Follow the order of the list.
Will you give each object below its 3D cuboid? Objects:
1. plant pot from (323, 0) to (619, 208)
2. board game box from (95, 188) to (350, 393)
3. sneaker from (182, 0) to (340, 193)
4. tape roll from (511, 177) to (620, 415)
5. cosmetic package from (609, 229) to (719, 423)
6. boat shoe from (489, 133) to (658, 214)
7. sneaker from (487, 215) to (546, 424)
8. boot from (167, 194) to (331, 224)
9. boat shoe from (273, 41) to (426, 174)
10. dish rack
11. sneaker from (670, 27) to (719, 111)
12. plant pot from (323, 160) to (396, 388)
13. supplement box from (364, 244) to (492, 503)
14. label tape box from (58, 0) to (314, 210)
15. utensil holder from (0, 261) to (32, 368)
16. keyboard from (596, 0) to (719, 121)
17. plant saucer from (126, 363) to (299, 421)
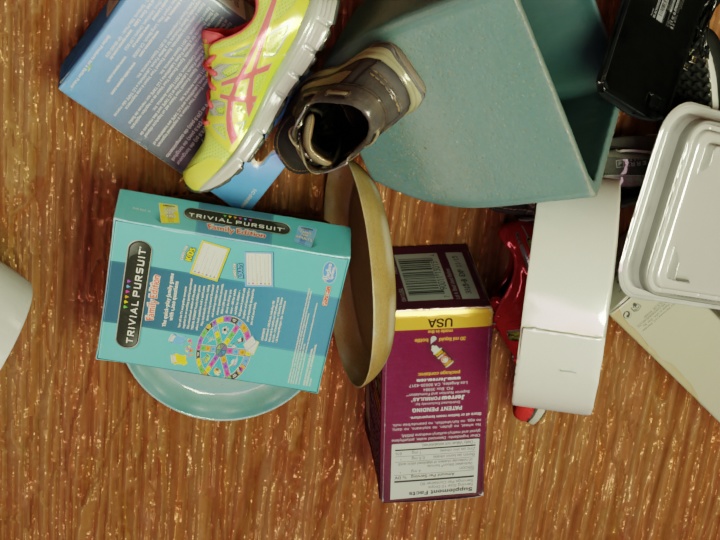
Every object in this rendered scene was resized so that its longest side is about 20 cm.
[{"bbox_3d":[0.086,-0.168,1.333,0.198,0.197,0.198,-13,119,25],"label":"plant pot"},{"bbox_3d":[-0.118,0.019,1.373,0.197,0.047,0.152,10,126,-7],"label":"board game box"},{"bbox_3d":[-0.100,-0.157,1.316,0.090,0.078,0.201,30,103,-11],"label":"sneaker"},{"bbox_3d":[0.174,0.019,1.363,0.070,0.203,0.205,8,116,6],"label":"tape roll"},{"bbox_3d":[0.310,0.057,1.514,0.073,0.104,0.200,-41,112,15],"label":"cosmetic package"},{"bbox_3d":[0.196,-0.084,1.438,0.197,0.057,0.068,-8,110,13],"label":"boat shoe"},{"bbox_3d":[0.150,0.045,1.515,0.084,0.077,0.203,2,106,-1],"label":"sneaker"},{"bbox_3d":[-0.125,0.018,1.444,0.197,0.077,0.157,5,120,-16],"label":"boot"},{"bbox_3d":[-0.026,-0.118,1.274,0.075,0.200,0.073,50,59,-5],"label":"boat shoe"},{"bbox_3d":[0.319,-0.046,1.396,0.198,0.043,0.174,7,102,-41],"label":"dish rack"},{"bbox_3d":[0.330,-0.131,1.454,0.089,0.070,0.203,-23,111,-27],"label":"sneaker"},{"bbox_3d":[0.000,0.000,1.400,0.027,0.200,0.203,-4,117,-12],"label":"plant pot"},{"bbox_3d":[0.060,0.095,1.490,0.102,0.131,0.202,-2,118,-7],"label":"supplement box"},{"bbox_3d":[-0.137,-0.164,1.378,0.199,0.063,0.145,35,107,-21],"label":"label tape box"},{"bbox_3d":[-0.407,0.026,1.386,0.199,0.170,0.170,33,109,-21],"label":"utensil holder"},{"bbox_3d":[0.258,-0.218,1.367,0.103,0.039,0.202,27,76,-25],"label":"keyboard"},{"bbox_3d":[-0.127,0.048,1.505,0.197,0.027,0.203,-3,116,-5],"label":"plant saucer"}]
